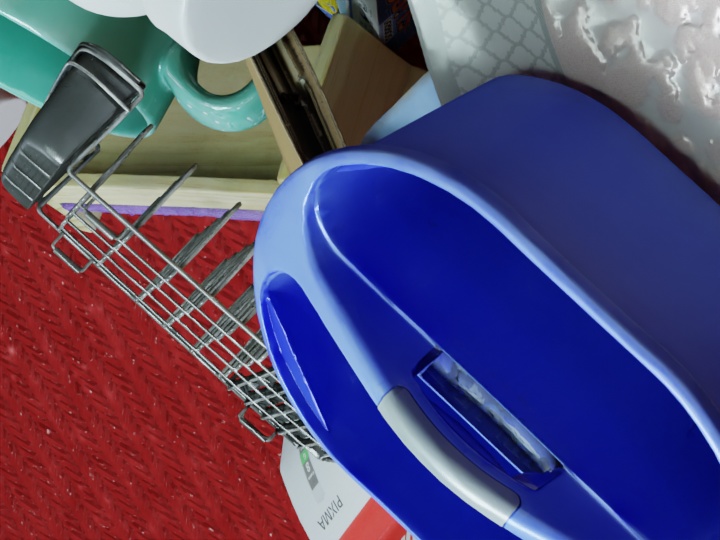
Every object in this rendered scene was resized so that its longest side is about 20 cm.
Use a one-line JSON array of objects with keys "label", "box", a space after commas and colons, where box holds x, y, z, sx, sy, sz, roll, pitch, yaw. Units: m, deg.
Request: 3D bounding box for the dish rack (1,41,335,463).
[{"label": "dish rack", "box": [-0.065, 0.002, 1.104, 0.200, 0.055, 0.153, 43, 169, -5]}]

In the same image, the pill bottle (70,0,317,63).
[{"label": "pill bottle", "box": [-0.100, -0.167, 1.006, 0.200, 0.113, 0.113, 42, 138, 27]}]

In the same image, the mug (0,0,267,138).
[{"label": "mug", "box": [-0.118, -0.136, 1.158, 0.185, 0.115, 0.152, 30, 169, -17]}]

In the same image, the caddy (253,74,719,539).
[{"label": "caddy", "box": [0.054, 0.037, 0.838, 0.200, 0.105, 0.141, 43, 138, 13]}]

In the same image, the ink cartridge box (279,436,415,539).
[{"label": "ink cartridge box", "box": [0.007, 0.075, 1.199, 0.050, 0.200, 0.161, 20, 138, -13]}]

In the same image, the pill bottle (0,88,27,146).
[{"label": "pill bottle", "box": [-0.267, -0.134, 1.374, 0.200, 0.112, 0.112, 48, 139, 8]}]

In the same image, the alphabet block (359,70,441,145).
[{"label": "alphabet block", "box": [0.159, -0.052, 0.958, 0.197, 0.200, 0.195, 53, 138, 2]}]

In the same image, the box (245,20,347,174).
[{"label": "box", "box": [0.000, 0.000, 1.044, 0.164, 0.021, 0.200, -116, 5, -49]}]

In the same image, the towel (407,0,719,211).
[{"label": "towel", "box": [0.099, -0.056, 0.837, 0.191, 0.032, 0.200, 0, 116, 43]}]

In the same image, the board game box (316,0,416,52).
[{"label": "board game box", "box": [-0.030, -0.176, 1.109, 0.135, 0.034, 0.200, 43, 169, 14]}]

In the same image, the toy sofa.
[{"label": "toy sofa", "box": [-0.059, -0.057, 1.218, 0.200, 0.083, 0.098, 3, 157, 42]}]
